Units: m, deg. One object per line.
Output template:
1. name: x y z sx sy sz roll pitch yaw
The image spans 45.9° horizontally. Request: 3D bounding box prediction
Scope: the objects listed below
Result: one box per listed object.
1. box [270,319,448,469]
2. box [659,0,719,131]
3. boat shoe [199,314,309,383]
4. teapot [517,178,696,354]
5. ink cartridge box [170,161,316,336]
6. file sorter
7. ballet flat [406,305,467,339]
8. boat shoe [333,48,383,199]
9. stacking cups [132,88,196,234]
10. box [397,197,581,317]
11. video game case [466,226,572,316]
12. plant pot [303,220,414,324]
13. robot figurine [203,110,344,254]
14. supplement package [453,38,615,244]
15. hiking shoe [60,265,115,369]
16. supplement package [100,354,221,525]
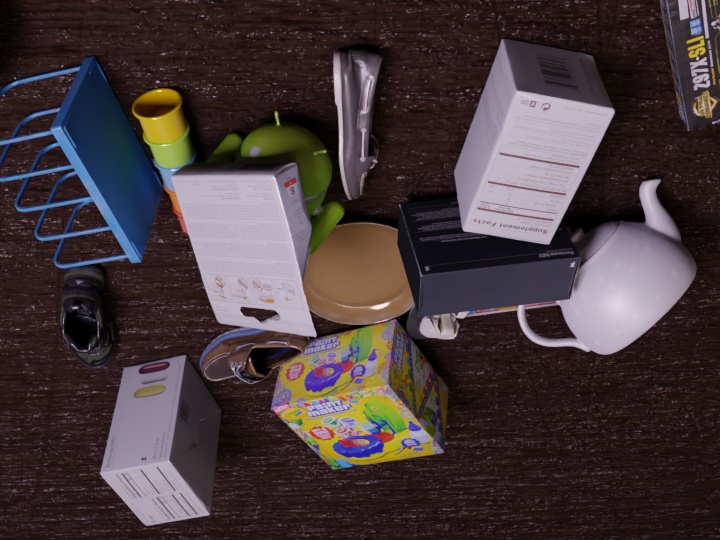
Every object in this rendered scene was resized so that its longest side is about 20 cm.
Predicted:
1. box: 0.004 0.195 1.307 0.199 0.122 0.193 -15 133 26
2. box: 0.425 -0.266 0.942 0.159 0.049 0.200 -16 133 17
3. boat shoe: -0.166 0.128 1.287 0.200 0.073 0.072 -28 129 23
4. teapot: 0.330 0.007 1.135 0.146 0.200 0.197 44 151 4
5. ink cartridge box: -0.123 -0.027 0.987 0.162 0.050 0.201 5 122 34
6. file sorter: -0.338 -0.118 0.998 0.122 0.139 0.200 -9 134 10
7. ballet flat: 0.120 0.050 1.197 0.068 0.069 0.200 8 135 -21
8. boat shoe: 0.002 -0.167 1.011 0.057 0.067 0.200 -1 131 5
9. stacking cups: -0.220 -0.126 1.051 0.060 0.061 0.200 -7 136 5
10. box: 0.157 -0.025 1.084 0.199 0.141 0.079 -6 131 -6
11. video game case: 0.202 0.007 1.220 0.199 0.017 0.143 -8 134 5
12. plant pot: 0.000 0.000 1.201 0.199 0.028 0.200 -1 135 -1
13. robot figurine: -0.106 -0.095 1.041 0.175 0.116 0.200 36 130 7
14. supplement package: 0.196 -0.148 1.001 0.117 0.117 0.200 8 134 -10
15. hiking shoe: -0.401 0.089 1.221 0.075 0.101 0.200 3 134 -4
16. supplement package: -0.303 0.263 1.324 0.110 0.200 0.156 -13 133 9
